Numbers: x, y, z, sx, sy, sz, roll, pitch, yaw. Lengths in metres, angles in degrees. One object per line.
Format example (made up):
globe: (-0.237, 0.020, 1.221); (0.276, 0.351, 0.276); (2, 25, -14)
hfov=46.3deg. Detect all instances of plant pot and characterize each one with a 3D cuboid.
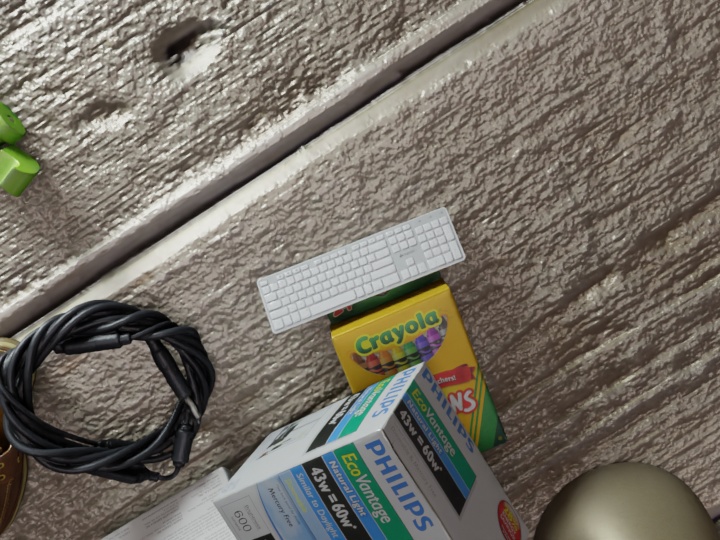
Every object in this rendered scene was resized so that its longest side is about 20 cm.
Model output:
plant pot: (0.286, 0.314, 0.843); (0.197, 0.135, 0.204); (-1, 101, -4)

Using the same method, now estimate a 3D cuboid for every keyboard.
keyboard: (0.000, 0.000, 0.809); (0.197, 0.011, 0.057); (-21, 68, 1)

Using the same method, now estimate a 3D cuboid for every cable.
cable: (-0.234, 0.110, 0.781); (0.198, 0.051, 0.165); (23, 92, -24)

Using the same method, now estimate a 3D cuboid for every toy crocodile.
toy crocodile: (-0.361, -0.149, 0.739); (0.067, 0.062, 0.201); (-35, 101, 3)

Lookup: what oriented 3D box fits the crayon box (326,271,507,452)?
crayon box: (0.050, 0.097, 0.825); (0.125, 0.051, 0.203); (-23, 101, 1)

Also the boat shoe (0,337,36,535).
boat shoe: (-0.356, 0.168, 0.799); (0.071, 0.068, 0.203); (10, 100, -6)

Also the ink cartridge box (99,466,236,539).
ink cartridge box: (-0.158, 0.314, 0.792); (0.159, 0.050, 0.201); (-30, 59, 2)

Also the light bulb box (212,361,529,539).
light bulb box: (0.013, 0.224, 0.763); (0.198, 0.125, 0.200); (-29, 98, 29)
